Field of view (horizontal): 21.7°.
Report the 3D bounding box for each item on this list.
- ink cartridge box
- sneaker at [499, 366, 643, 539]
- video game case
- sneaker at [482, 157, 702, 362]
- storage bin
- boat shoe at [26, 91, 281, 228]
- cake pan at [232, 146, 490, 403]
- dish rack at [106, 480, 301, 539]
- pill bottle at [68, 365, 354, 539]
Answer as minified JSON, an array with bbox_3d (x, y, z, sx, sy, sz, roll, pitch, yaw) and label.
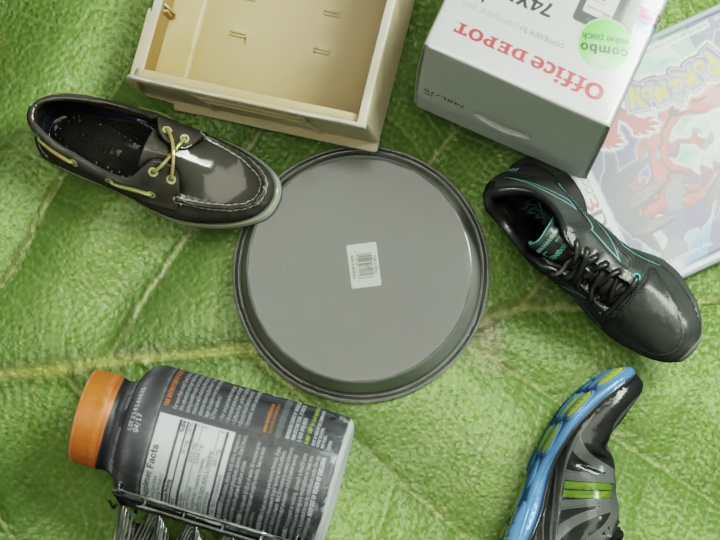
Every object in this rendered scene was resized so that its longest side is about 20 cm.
[{"bbox_3d":[0.146,-0.198,1.375,0.146,0.146,0.201,24,79,4],"label":"ink cartridge box"},{"bbox_3d":[0.164,0.165,1.402,0.082,0.071,0.200,23,89,-1],"label":"sneaker"},{"bbox_3d":[0.248,-0.093,1.450,0.199,0.023,0.183,-25,83,-2],"label":"video game case"},{"bbox_3d":[0.166,-0.001,1.397,0.200,0.079,0.075,43,114,17],"label":"sneaker"},{"bbox_3d":[-0.060,-0.213,1.419,0.198,0.094,0.201,13,83,12],"label":"storage bin"},{"bbox_3d":[-0.159,-0.084,1.424,0.200,0.061,0.072,17,80,14],"label":"boat shoe"},{"bbox_3d":[0.000,0.000,1.437,0.199,0.037,0.201,0,83,1],"label":"cake pan"},{"bbox_3d":[-0.110,0.205,1.337,0.153,0.200,0.055,15,73,3],"label":"dish rack"},{"bbox_3d":[-0.112,0.133,1.389,0.199,0.106,0.107,16,84,3],"label":"pill bottle"}]
